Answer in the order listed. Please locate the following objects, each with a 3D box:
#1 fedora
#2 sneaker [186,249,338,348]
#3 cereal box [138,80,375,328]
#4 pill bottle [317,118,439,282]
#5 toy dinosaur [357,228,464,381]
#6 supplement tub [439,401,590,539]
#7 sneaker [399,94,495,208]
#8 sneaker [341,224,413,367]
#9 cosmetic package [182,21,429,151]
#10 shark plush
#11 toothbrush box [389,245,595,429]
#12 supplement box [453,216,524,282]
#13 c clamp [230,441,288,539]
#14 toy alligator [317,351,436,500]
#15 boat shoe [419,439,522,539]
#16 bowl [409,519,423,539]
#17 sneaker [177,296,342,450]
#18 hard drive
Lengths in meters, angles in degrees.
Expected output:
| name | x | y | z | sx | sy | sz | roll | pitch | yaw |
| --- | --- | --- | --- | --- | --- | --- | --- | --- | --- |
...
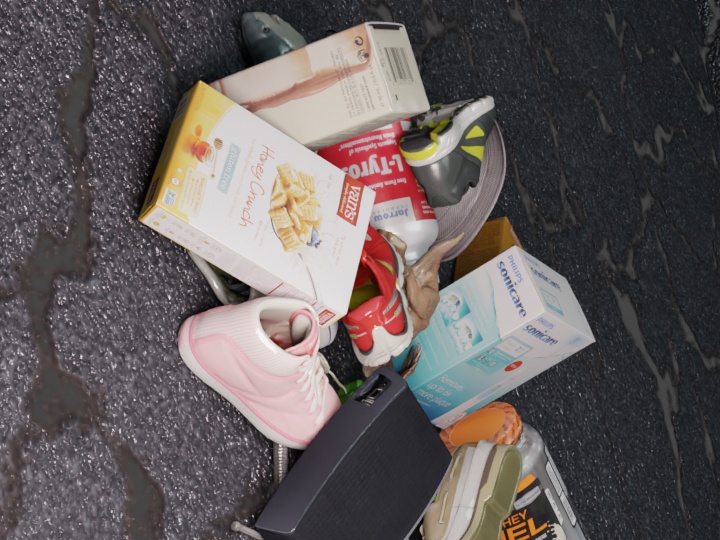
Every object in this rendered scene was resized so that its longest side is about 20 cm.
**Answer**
| name | x | y | z | sx | sy | sz | roll | pitch | yaw |
| --- | --- | --- | --- | --- | --- | --- | --- | --- | --- |
| fedora | 0.071 | -0.112 | 1.943 | 0.090 | 0.177 | 0.201 | 24 | 25 | -25 |
| sneaker | -0.096 | 0.016 | 1.600 | 0.200 | 0.073 | 0.071 | 46 | 43 | -30 |
| cereal box | -0.085 | -0.057 | 1.547 | 0.199 | 0.039 | 0.145 | 30 | 51 | -21 |
| pill bottle | 0.017 | -0.074 | 1.834 | 0.112 | 0.111 | 0.202 | -3 | 77 | -65 |
| toy dinosaur | 0.040 | 0.047 | 1.755 | 0.136 | 0.200 | 0.086 | 44 | -8 | -40 |
| supplement tub | 0.165 | 0.252 | 1.933 | 0.201 | 0.122 | 0.123 | 62 | 26 | -21 |
| sneaker | 0.093 | -0.123 | 1.827 | 0.200 | 0.074 | 0.085 | -43 | 121 | -59 |
| sneaker | 0.000 | 0.000 | 1.646 | 0.085 | 0.077 | 0.201 | 60 | 4 | -37 |
| cosmetic package | -0.050 | -0.157 | 1.636 | 0.103 | 0.198 | 0.088 | -17 | 89 | -67 |
| shark plush | -0.080 | -0.158 | 1.782 | 0.083 | 0.090 | 0.202 | 2 | 88 | -41 |
| toothbrush box | 0.124 | 0.073 | 1.850 | 0.146 | 0.199 | 0.086 | 29 | 33 | -59 |
| supplement box | 0.152 | 0.026 | 2.120 | 0.067 | 0.068 | 0.201 | 58 | 26 | -35 |
| c clamp | -0.059 | 0.174 | 1.612 | 0.171 | 0.027 | 0.202 | 45 | 37 | -47 |
| toy alligator | 0.016 | 0.138 | 1.695 | 0.200 | 0.059 | 0.054 | 51 | 36 | -16 |
| boat shoe | 0.097 | 0.261 | 1.750 | 0.075 | 0.068 | 0.201 | 56 | 49 | -43 |
| bowl | 0.052 | 0.240 | 1.797 | 0.201 | 0.039 | 0.202 | 45 | 36 | -48 |
| sneaker | -0.057 | 0.089 | 1.542 | 0.200 | 0.104 | 0.076 | 39 | 42 | -37 |
| hard drive | 0.002 | 0.198 | 1.578 | 0.200 | 0.042 | 0.135 | -50 | 124 | -30 |
